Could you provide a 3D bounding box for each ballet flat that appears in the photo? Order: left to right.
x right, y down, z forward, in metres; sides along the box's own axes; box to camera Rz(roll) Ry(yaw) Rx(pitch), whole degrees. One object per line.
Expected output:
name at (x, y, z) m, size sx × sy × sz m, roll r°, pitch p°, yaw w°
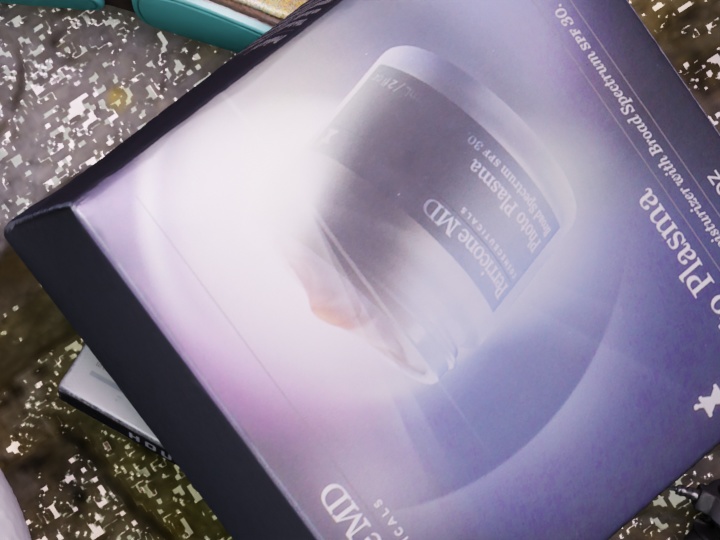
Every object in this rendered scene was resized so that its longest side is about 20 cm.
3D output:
ballet flat at (-0.084, -0.122, 0.961) m, size 0.200 × 0.071 × 0.071 m, roll 11°, pitch 94°, yaw 1°

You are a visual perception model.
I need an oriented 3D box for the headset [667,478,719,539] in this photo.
headset at (0.132, 0.121, 1.002) m, size 0.123 × 0.094 × 0.200 m, roll -38°, pitch 105°, yaw 7°

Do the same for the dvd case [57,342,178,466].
dvd case at (0.000, 0.000, 0.979) m, size 0.150 × 0.025 × 0.200 m, roll 29°, pitch 73°, yaw 5°

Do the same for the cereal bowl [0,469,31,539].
cereal bowl at (-0.216, 0.114, 0.915) m, size 0.200 × 0.083 × 0.200 m, roll 1°, pitch 71°, yaw -2°

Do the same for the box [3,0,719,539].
box at (0.022, 0.003, 0.879) m, size 0.198 × 0.123 × 0.200 m, roll -39°, pitch 99°, yaw -15°
